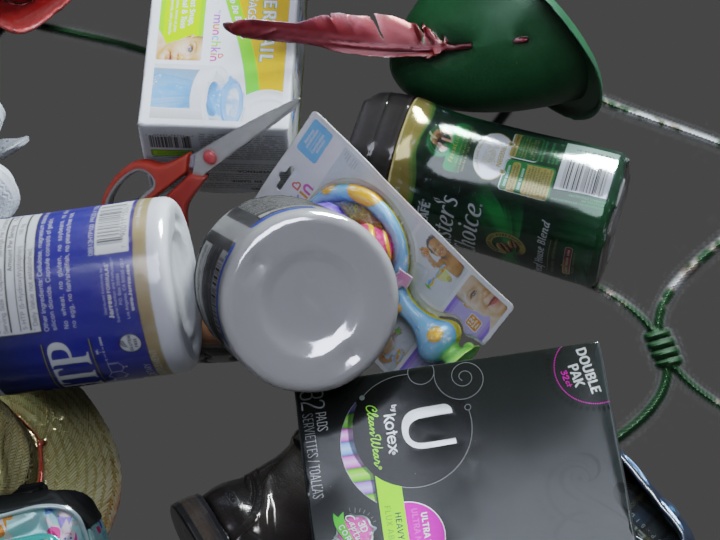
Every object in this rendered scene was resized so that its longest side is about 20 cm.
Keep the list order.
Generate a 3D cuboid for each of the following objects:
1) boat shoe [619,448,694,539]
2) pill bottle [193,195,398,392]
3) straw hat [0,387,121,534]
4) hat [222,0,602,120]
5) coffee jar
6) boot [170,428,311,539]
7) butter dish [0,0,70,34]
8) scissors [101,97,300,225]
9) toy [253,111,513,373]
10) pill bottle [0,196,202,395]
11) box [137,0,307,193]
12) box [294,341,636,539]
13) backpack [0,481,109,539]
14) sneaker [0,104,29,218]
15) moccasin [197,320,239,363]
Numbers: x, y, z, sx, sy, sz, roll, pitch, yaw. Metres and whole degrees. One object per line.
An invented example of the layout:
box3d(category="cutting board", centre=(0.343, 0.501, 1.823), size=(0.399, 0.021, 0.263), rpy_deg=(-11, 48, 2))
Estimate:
box3d(category="boat shoe", centre=(0.157, 0.131, 1.605), size=(0.200, 0.069, 0.084), rpy_deg=(36, 71, 18))
box3d(category="pill bottle", centre=(-0.048, 0.010, 1.516), size=(0.113, 0.200, 0.114), rpy_deg=(-1, 96, -10))
box3d(category="straw hat", centre=(-0.264, 0.128, 1.606), size=(0.200, 0.085, 0.202), rpy_deg=(0, 64, 1))
box3d(category="hat", centre=(0.044, -0.130, 1.682), size=(0.176, 0.166, 0.200), rpy_deg=(-42, 63, -15))
box3d(category="coffee jar", centre=(0.088, -0.060, 1.678), size=(0.199, 0.104, 0.086), rpy_deg=(16, 65, 9))
box3d(category="boot", centre=(-0.015, 0.185, 1.587), size=(0.174, 0.069, 0.200), rpy_deg=(-28, 72, -18))
box3d(category="butter dish", centre=(-0.264, -0.317, 1.783), size=(0.200, 0.148, 0.199), rpy_deg=(40, 72, 17))
box3d(category="scissors", centre=(-0.118, -0.080, 1.659), size=(0.073, 0.200, 0.014), rpy_deg=(45, 39, 3))
box3d(category="toy", centre=(0.000, 0.000, 1.638), size=(0.200, 0.115, 0.047), rpy_deg=(43, 32, 11))
box3d(category="pill bottle", centre=(-0.214, 0.021, 1.570), size=(0.199, 0.120, 0.120), rpy_deg=(-7, 64, 6))
box3d(category="box", centre=(-0.097, -0.168, 1.734), size=(0.112, 0.101, 0.201), rpy_deg=(2, 65, 2))
box3d(category="box", centre=(0.068, 0.146, 1.500), size=(0.199, 0.124, 0.149), rpy_deg=(-8, 66, 0))
box3d(category="backpack", centre=(-0.234, 0.252, 1.500), size=(0.177, 0.151, 0.201), rpy_deg=(-10, 97, 2))
box3d(category="sneaker", centre=(-0.281, -0.085, 1.673), size=(0.200, 0.075, 0.115), rpy_deg=(3, 44, 52))
box3d(category="moccasin", centre=(-0.160, 0.017, 1.666), size=(0.200, 0.074, 0.078), rpy_deg=(14, 82, 17))
